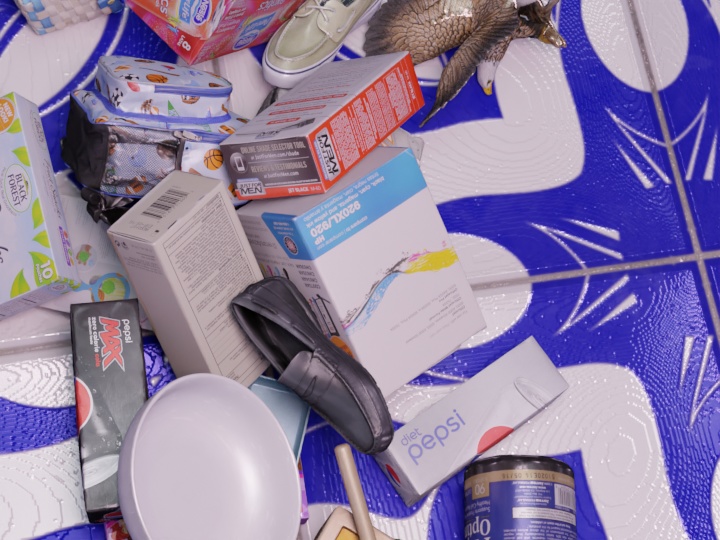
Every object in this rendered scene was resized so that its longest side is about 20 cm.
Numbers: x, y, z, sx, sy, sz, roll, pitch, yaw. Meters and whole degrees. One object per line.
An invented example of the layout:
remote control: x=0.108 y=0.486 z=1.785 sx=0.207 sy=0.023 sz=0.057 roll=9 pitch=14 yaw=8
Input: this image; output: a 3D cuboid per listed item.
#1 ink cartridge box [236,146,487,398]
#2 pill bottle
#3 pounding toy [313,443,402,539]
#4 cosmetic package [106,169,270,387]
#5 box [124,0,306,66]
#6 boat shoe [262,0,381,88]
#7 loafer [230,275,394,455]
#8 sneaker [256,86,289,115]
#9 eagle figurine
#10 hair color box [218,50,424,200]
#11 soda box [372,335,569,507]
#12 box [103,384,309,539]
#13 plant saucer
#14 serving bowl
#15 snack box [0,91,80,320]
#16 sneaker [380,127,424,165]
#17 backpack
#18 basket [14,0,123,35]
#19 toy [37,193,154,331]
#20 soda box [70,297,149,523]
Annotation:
ink cartridge box: x=0.000 y=0.000 z=1.523 sx=0.144 sy=0.147 sz=0.202 roll=-33 pitch=109 yaw=-22
pill bottle: x=0.156 y=0.288 z=1.510 sx=0.110 sy=0.112 sz=0.203 roll=4 pitch=69 yaw=-9
pounding toy: x=0.001 y=0.305 z=1.459 sx=0.183 sy=0.142 sz=0.201 roll=30 pitch=68 yaw=2
cosmetic package: x=-0.151 y=0.017 z=1.488 sx=0.073 sy=0.202 sz=0.104 roll=15 pitch=46 yaw=40
box: x=-0.139 y=-0.293 z=1.625 sx=0.100 sy=0.096 sz=0.200 roll=44 pitch=29 yaw=7
boat shoe: x=-0.041 y=-0.274 z=1.685 sx=0.071 sy=0.062 sz=0.200 roll=28 pitch=54 yaw=15
loafer: x=-0.047 y=0.093 z=1.446 sx=0.070 sy=0.068 sz=0.201 roll=-23 pitch=67 yaw=-44
sneaker: x=-0.072 y=-0.096 z=1.642 sx=0.086 sy=0.074 sz=0.203 roll=4 pitch=71 yaw=-27
eagle figurine: x=0.121 y=-0.251 z=1.695 sx=0.198 sy=0.151 sz=0.153 roll=-18 pitch=94 yaw=-21
hair color box: x=-0.034 y=-0.142 z=1.524 sx=0.200 sy=0.110 sz=0.065 roll=-43 pitch=121 yaw=-46
soda box: x=0.111 y=0.152 z=1.577 sx=0.199 sy=0.064 sz=0.069 roll=-33 pitch=79 yaw=-19
box: x=-0.157 y=0.191 z=1.528 sx=0.197 sy=0.039 sz=0.139 roll=-6 pitch=72 yaw=-12
plant saucer: x=-0.099 y=0.202 z=1.504 sx=0.069 sy=0.019 sz=0.202 roll=15 pitch=70 yaw=-5
serving bowl: x=-0.147 y=0.200 z=1.424 sx=0.199 sy=0.065 sz=0.203 roll=22 pitch=57 yaw=-39
snack box: x=-0.367 y=-0.055 z=1.543 sx=0.141 sy=0.053 sz=0.202 roll=-21 pitch=73 yaw=13
sneaker: x=0.038 y=-0.100 z=1.654 sx=0.091 sy=0.076 sz=0.202 roll=-17 pitch=75 yaw=-20
backpack: x=-0.192 y=-0.131 z=1.564 sx=0.188 sy=0.200 sz=0.156 roll=12 pitch=108 yaw=-24
basket: x=-0.290 y=-0.353 z=1.648 sx=0.199 sy=0.139 sz=0.177 roll=-31 pitch=77 yaw=-9
toy: x=-0.250 y=-0.005 z=1.577 sx=0.197 sy=0.047 sz=0.117 roll=12 pitch=81 yaw=1
soda box: x=-0.234 y=0.132 z=1.480 sx=0.070 sy=0.063 sz=0.203 roll=-5 pitch=71 yaw=-9
